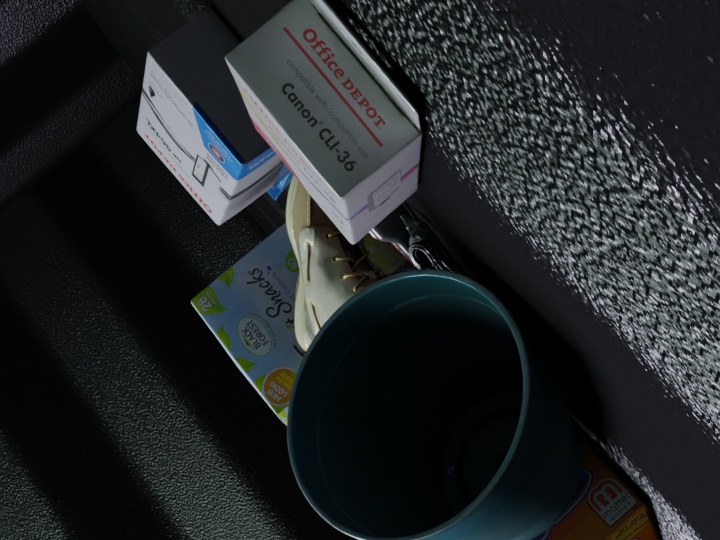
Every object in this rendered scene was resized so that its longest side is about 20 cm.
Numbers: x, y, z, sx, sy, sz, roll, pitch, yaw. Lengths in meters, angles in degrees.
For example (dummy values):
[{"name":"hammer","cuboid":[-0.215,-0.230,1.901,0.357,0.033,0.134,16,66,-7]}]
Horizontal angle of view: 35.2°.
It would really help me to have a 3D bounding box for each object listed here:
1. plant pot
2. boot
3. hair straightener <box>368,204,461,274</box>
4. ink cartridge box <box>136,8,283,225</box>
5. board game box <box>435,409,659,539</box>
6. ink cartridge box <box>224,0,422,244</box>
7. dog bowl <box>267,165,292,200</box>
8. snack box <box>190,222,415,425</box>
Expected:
[{"name":"plant pot","cuboid":[0.078,0.126,0.875,0.188,0.200,0.200,34,-171,-49]},{"name":"boot","cuboid":[0.000,0.000,0.994,0.154,0.072,0.202,25,120,54]},{"name":"hair straightener","cuboid":[0.038,-0.019,0.923,0.200,0.041,0.077,51,176,-9]},{"name":"ink cartridge box","cuboid":[-0.149,-0.148,1.155,0.146,0.084,0.200,49,159,3]},{"name":"board game box","cuboid":[0.131,0.238,1.039,0.200,0.200,0.200,47,176,34]},{"name":"ink cartridge box","cuboid":[-0.021,-0.096,0.725,0.117,0.067,0.200,50,175,8]},{"name":"dog bowl","cuboid":[-0.119,-0.149,1.357,0.112,0.049,0.200,50,175,2]},{"name":"snack box","cuboid":[-0.044,0.035,1.148,0.169,0.200,0.068,47,175,30]}]
